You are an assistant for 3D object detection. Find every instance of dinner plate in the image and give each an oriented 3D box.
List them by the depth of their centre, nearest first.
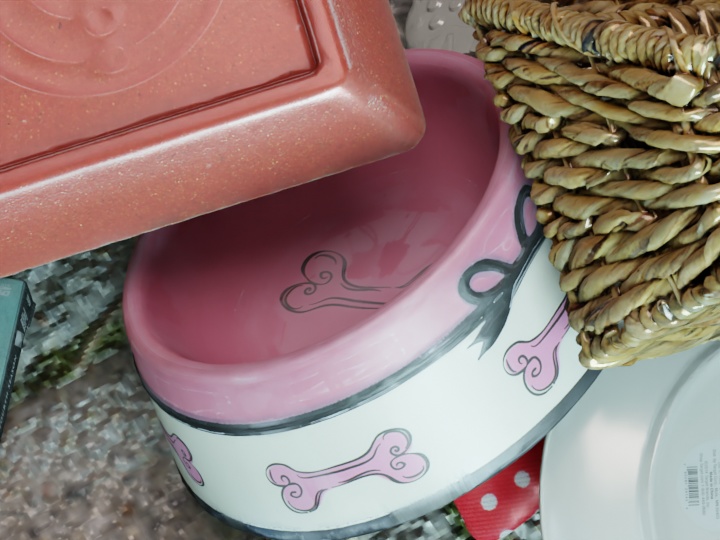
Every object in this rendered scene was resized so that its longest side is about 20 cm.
[{"bbox_3d":[0.161,0.083,1.080,0.200,0.024,0.201,2,83,-16],"label":"dinner plate"}]

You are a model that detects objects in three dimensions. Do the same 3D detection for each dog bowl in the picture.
[{"bbox_3d":[0.000,0.000,1.098,0.200,0.074,0.200,-23,37,18],"label":"dog bowl"}]

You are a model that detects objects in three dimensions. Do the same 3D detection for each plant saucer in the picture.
[{"bbox_3d":[-0.099,-0.113,1.073,0.199,0.037,0.200,-17,80,2],"label":"plant saucer"}]

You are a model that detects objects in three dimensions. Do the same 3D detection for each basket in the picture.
[{"bbox_3d":[0.159,-0.068,1.023,0.200,0.143,0.149,-10,76,-31],"label":"basket"}]

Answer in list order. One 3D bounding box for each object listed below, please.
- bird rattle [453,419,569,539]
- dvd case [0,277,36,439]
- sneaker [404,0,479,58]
[{"bbox_3d":[0.089,0.005,1.164,0.200,0.113,0.163,-34,52,-6],"label":"bird rattle"},{"bbox_3d":[-0.213,0.082,1.130,0.146,0.022,0.200,8,59,3],"label":"dvd case"},{"bbox_3d":[0.117,-0.111,1.231,0.199,0.081,0.077,-16,53,12],"label":"sneaker"}]
